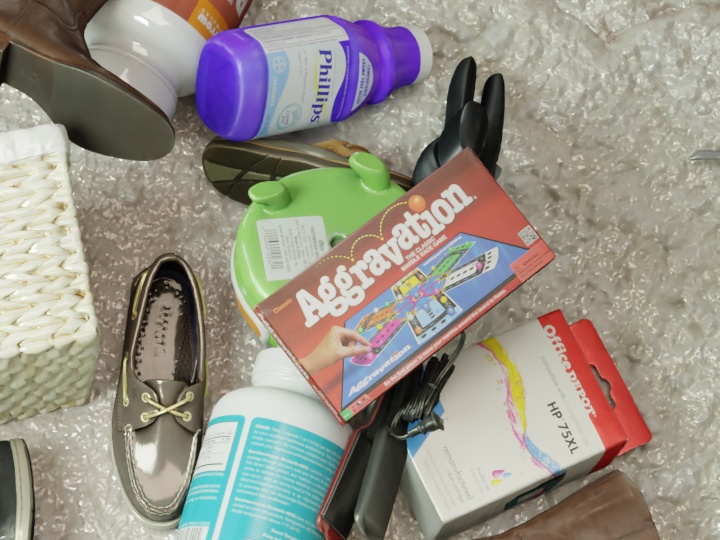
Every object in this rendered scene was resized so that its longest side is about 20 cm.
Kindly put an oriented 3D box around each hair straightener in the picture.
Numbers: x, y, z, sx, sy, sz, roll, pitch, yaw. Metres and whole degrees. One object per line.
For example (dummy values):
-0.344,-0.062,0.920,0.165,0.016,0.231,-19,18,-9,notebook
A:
0.038,0.109,1.588,0.041,0.077,0.201,53,48,-32,hair straightener

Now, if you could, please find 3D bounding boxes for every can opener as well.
0.087,-0.104,1.715,0.063,0.079,0.200,40,29,-11,can opener

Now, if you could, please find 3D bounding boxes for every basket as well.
-0.288,0.016,1.570,0.197,0.200,0.162,-13,74,-14,basket

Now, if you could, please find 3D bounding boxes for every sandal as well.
-0.023,-0.069,1.722,0.198,0.082,0.055,16,46,4,sandal

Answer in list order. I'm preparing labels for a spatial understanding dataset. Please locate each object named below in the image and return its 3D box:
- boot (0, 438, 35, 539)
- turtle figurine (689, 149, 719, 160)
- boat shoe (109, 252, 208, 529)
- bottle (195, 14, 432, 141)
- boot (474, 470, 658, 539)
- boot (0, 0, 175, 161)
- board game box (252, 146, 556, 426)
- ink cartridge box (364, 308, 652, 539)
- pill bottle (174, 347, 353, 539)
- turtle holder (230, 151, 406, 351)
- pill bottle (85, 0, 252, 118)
-0.306,0.212,1.565,0.149,0.073,0.202,5,75,-8,boot
0.407,-0.085,1.753,0.193,0.144,0.200,-36,83,-23,turtle figurine
-0.145,0.087,1.641,0.071,0.060,0.202,5,69,-8,boat shoe
-0.032,-0.153,1.717,0.199,0.084,0.065,-13,35,-38,bottle
0.155,0.258,1.625,0.199,0.064,0.188,-18,78,-21,boot
-0.190,-0.182,1.615,0.185,0.064,0.201,28,41,-4,boot
0.032,0.009,1.570,0.200,0.019,0.103,-37,84,-19,board game box
0.118,0.109,1.672,0.199,0.067,0.117,-23,73,-16,ink cartridge box
-0.067,0.161,1.600,0.110,0.111,0.201,17,69,-3,pill bottle
-0.009,-0.006,1.658,0.185,0.132,0.141,-34,72,-26,turtle holder
-0.145,-0.208,1.722,0.112,0.112,0.201,25,68,1,pill bottle
